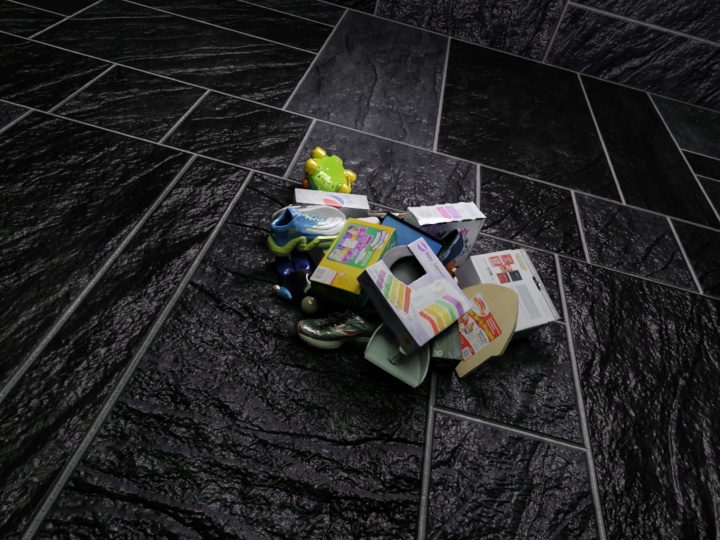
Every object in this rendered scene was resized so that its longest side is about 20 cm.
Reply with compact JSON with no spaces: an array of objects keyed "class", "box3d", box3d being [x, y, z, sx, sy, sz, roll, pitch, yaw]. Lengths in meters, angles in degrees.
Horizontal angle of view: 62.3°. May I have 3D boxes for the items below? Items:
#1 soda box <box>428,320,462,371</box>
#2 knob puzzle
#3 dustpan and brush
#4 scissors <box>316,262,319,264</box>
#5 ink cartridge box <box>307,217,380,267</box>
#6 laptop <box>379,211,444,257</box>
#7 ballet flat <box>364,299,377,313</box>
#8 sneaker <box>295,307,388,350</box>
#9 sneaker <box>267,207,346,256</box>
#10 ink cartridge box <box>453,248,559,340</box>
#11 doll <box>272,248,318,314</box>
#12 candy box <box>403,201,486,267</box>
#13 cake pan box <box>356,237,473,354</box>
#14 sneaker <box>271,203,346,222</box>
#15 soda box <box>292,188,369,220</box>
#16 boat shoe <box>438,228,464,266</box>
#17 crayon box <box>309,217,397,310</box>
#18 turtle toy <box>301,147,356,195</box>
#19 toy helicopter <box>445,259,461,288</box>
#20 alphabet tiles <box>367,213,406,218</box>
[{"class":"soda box","box3d":[0.174,0.117,1.307,0.070,0.063,0.201,7,56,-10]},{"class":"knob puzzle","box3d":[0.268,0.114,1.304,0.030,0.220,0.220,32,25,-39]},{"class":"dustpan and brush","box3d":[0.098,0.123,1.241,0.139,0.057,0.200,32,46,-12]},{"class":"scissors","box3d":[0.000,0.000,1.406,0.199,0.073,0.014,16,78,-17]},{"class":"ink cartridge box","box3d":[-0.028,-0.067,1.491,0.199,0.067,0.117,-10,45,-27]},{"class":"laptop","box3d":[0.057,-0.030,1.345,0.177,0.104,0.200,31,36,30]},{"class":"ballet flat","box3d":[0.026,0.071,1.344,0.200,0.069,0.071,43,33,25]},{"class":"sneaker","box3d":[-0.038,0.116,1.260,0.199,0.075,0.081,0,32,-15]},{"class":"sneaker","box3d":[-0.121,-0.101,1.375,0.199,0.105,0.076,-22,49,-21]},{"class":"ink cartridge box","box3d":[0.345,0.060,1.406,0.175,0.084,0.201,-9,66,-28]},{"class":"doll","box3d":[-0.136,0.018,1.363,0.136,0.049,0.200,-17,49,-9]},{"class":"candy box","box3d":[0.194,-0.081,1.502,0.199,0.168,0.072,-9,46,-27]},{"class":"cake pan box","box3d":[0.113,0.045,1.237,0.184,0.052,0.200,-27,78,-38]},{"class":"sneaker","box3d":[-0.133,-0.132,1.521,0.199,0.079,0.079,0,11,-38]},{"class":"soda box","box3d":[-0.081,-0.165,1.590,0.199,0.068,0.064,5,40,-14]},{"class":"boat shoe","box3d":[0.163,-0.032,1.409,0.084,0.069,0.200,30,62,32]},{"class":"crayon box","box3d":[-0.011,-0.019,1.302,0.118,0.058,0.200,16,54,22]},{"class":"turtle toy","box3d":[-0.096,-0.264,1.673,0.146,0.101,0.200,35,34,-13]},{"class":"toy helicopter","box3d":[0.165,0.048,1.434,0.199,0.079,0.133,-17,57,-20]},{"class":"alphabet tiles","box3d":[0.127,-0.146,1.588,0.195,0.015,0.200,2,6,20]}]
